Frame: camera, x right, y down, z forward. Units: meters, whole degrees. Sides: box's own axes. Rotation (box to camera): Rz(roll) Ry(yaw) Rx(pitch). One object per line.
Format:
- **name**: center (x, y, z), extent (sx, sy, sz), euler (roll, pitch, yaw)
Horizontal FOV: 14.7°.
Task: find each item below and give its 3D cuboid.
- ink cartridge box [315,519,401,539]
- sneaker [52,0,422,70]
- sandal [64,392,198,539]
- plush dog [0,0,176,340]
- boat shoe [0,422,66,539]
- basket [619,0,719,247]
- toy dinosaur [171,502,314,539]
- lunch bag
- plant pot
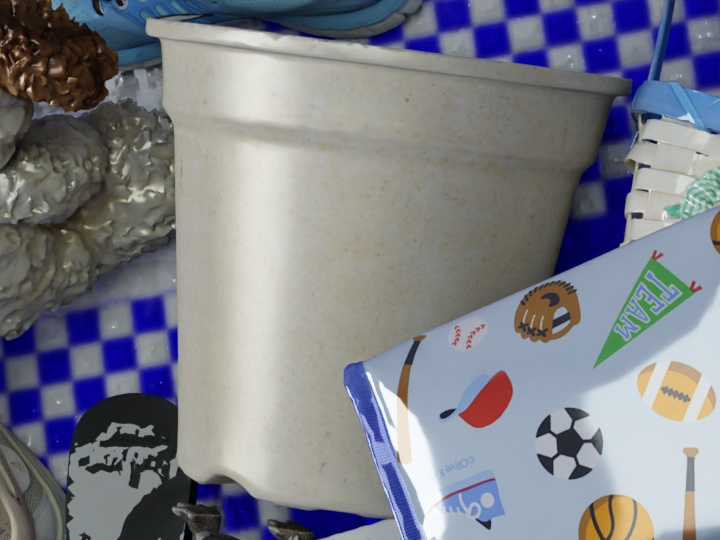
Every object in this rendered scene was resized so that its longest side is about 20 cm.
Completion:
- **ink cartridge box**: center (-0.035, 0.203, 1.180), extent (0.199, 0.047, 0.161), euler (-17, 76, 6)
- **sneaker**: center (-0.074, -0.140, 1.219), extent (0.199, 0.090, 0.079), euler (-7, 79, 13)
- **sandal**: center (-0.101, 0.149, 1.156), extent (0.075, 0.045, 0.201), euler (-3, 78, 10)
- **plush dog**: center (-0.183, -0.051, 1.166), extent (0.199, 0.172, 0.161), euler (5, 42, 16)
- **boat shoe**: center (-0.208, 0.061, 1.231), extent (0.072, 0.065, 0.200), euler (-45, 74, 3)
- **basket**: center (0.193, -0.043, 1.113), extent (0.176, 0.139, 0.201), euler (14, 79, 15)
- **toy dinosaur**: center (-0.040, 0.155, 1.122), extent (0.077, 0.199, 0.103), euler (24, 103, 57)
- **lunch bag**: center (0.109, 0.097, 0.981), extent (0.169, 0.124, 0.201), euler (-23, 76, 15)
- **plant pot**: center (0.000, 0.000, 1.141), extent (0.200, 0.200, 0.184), euler (9, 95, 15)
